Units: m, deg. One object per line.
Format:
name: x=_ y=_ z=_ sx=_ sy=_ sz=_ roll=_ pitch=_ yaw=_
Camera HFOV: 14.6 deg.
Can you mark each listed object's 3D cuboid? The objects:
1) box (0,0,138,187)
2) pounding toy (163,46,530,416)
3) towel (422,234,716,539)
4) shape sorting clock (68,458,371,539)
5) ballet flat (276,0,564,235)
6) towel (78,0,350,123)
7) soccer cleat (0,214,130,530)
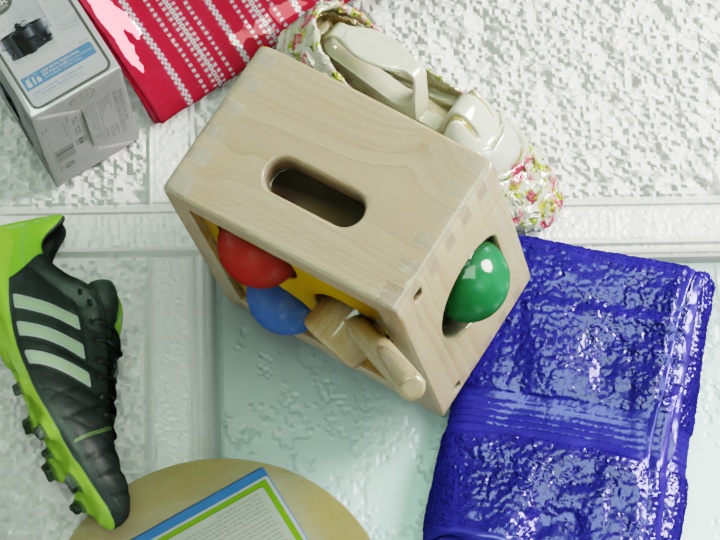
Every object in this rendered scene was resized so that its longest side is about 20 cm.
box: x=-0.210 y=-0.161 z=1.659 sx=0.060 sy=0.117 sz=0.200 roll=-31 pitch=72 yaw=-9
pounding toy: x=0.000 y=0.000 z=1.547 sx=0.199 sy=0.184 sz=0.143 roll=28 pitch=75 yaw=22
towel: x=0.123 y=0.078 z=1.616 sx=0.147 sy=0.050 sz=0.201 roll=11 pitch=69 yaw=1
shape sorting clock: x=-0.081 y=0.199 z=1.565 sx=0.199 sy=0.039 sz=0.201 roll=-3 pitch=58 yaw=4
ballet flat: x=0.037 y=-0.092 z=1.661 sx=0.199 sy=0.064 sz=0.076 roll=32 pitch=57 yaw=4
towel: x=-0.079 y=-0.197 z=1.682 sx=0.199 sy=0.022 sz=0.145 roll=-34 pitch=106 yaw=-6
soccer cleat: x=-0.164 y=0.053 z=1.604 sx=0.081 sy=0.068 sz=0.201 roll=-22 pitch=65 yaw=-13
